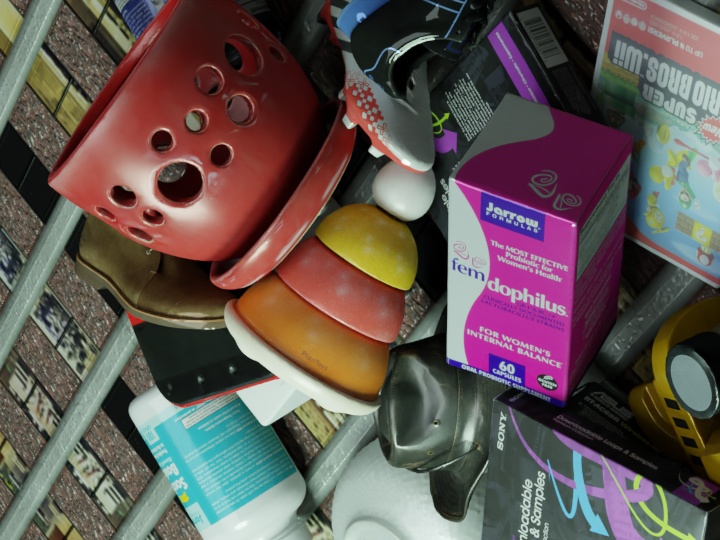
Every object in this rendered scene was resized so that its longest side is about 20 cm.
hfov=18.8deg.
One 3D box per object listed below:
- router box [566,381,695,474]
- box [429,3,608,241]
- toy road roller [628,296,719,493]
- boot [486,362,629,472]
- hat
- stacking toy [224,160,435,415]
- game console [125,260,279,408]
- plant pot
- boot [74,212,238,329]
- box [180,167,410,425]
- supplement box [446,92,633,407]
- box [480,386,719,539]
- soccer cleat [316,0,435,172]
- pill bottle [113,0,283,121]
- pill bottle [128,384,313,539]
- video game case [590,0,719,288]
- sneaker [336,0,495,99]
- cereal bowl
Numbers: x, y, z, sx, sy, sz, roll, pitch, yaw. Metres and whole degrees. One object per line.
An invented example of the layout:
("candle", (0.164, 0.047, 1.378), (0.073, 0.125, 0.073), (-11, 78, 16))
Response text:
("router box", (0.216, 0.202, 1.644), (0.200, 0.062, 0.150), (35, 130, 23))
("box", (0.109, -0.092, 1.664), (0.143, 0.036, 0.200), (61, 143, 10))
("toy road roller", (0.282, 0.116, 1.573), (0.201, 0.123, 0.146), (65, 153, 1))
("boot", (0.192, 0.158, 1.736), (0.200, 0.073, 0.182), (40, 138, 14))
("hat", (0.051, 0.103, 1.767), (0.201, 0.081, 0.202), (-174, 90, -76))
("stacking toy", (0.000, 0.000, 1.704), (0.146, 0.146, 0.200), (38, 99, 24))
("game console", (-0.137, 0.023, 1.861), (0.200, 0.031, 0.178), (-20, 92, 49))
("plant pot", (-0.116, -0.099, 1.687), (0.182, 0.201, 0.200), (35, 142, -14))
("boot", (-0.169, -0.006, 1.812), (0.200, 0.073, 0.076), (26, 115, 40))
("box", (-0.081, 0.003, 1.891), (0.200, 0.106, 0.152), (51, 139, 11))
("supplement box", (0.127, -0.013, 1.567), (0.101, 0.103, 0.201), (20, 140, 20))
("box", (0.175, 0.186, 1.592), (0.200, 0.036, 0.144), (28, 127, 38))
("soccer cleat", (0.024, -0.161, 1.666), (0.085, 0.068, 0.201), (-44, 44, 27))
("pill bottle", (-0.135, -0.210, 1.819), (0.112, 0.112, 0.201), (-31, 88, 50))
("pill bottle", (-0.124, 0.184, 2.038), (0.111, 0.111, 0.200), (-35, 85, 50))
("video game case", (0.226, -0.102, 1.577), (0.143, 0.017, 0.201), (32, 132, 30))
("sneaker", (0.077, -0.208, 1.588), (0.200, 0.070, 0.078), (-38, 74, 23))
("cereal bowl", (0.046, 0.246, 1.919), (0.200, 0.083, 0.201), (25, 129, 34))
